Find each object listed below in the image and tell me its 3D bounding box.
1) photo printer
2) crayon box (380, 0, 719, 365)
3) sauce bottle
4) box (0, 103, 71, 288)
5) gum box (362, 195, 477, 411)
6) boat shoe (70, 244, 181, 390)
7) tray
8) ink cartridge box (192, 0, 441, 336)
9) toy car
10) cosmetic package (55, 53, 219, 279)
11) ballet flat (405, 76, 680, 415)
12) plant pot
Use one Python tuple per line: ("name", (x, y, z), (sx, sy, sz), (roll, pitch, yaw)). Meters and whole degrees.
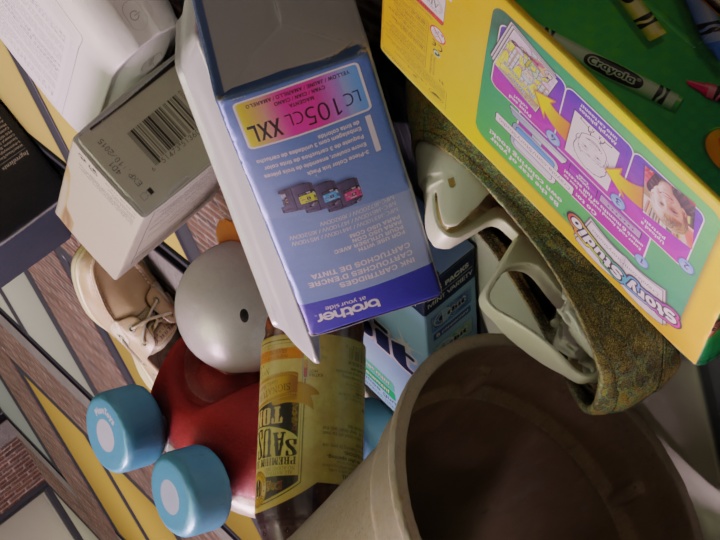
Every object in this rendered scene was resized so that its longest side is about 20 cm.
("photo printer", (-0.195, -0.184, 1.214), (0.166, 0.069, 0.200), (51, 162, 2))
("crayon box", (0.093, -0.069, 0.718), (0.200, 0.058, 0.119), (47, 162, 18))
("sauce bottle", (-0.030, 0.123, 1.071), (0.066, 0.066, 0.200), (113, 159, -71))
("box", (-0.386, -0.099, 1.817), (0.200, 0.107, 0.148), (49, 162, 7))
("gum box", (0.000, 0.000, 1.118), (0.170, 0.045, 0.200), (43, 161, 26))
("boat shoe", (-0.194, 0.048, 1.683), (0.065, 0.072, 0.200), (19, 147, 46))
("tray", (-0.062, -0.054, 0.979), (0.107, 0.022, 0.200), (-100, -8, -62))
("ink cartridge box", (-0.019, -0.066, 0.904), (0.200, 0.076, 0.137), (69, -175, -46))
("toy car", (-0.076, 0.057, 1.299), (0.177, 0.184, 0.200), (35, 128, 43))
("cosmetic package", (-0.145, -0.069, 1.254), (0.071, 0.105, 0.200), (48, 161, 0))
("ballet flat", (0.071, -0.015, 0.869), (0.200, 0.071, 0.071), (52, 163, 4))
("plant pot", (0.045, 0.163, 0.947), (0.201, 0.200, 0.183), (52, 131, 2))
